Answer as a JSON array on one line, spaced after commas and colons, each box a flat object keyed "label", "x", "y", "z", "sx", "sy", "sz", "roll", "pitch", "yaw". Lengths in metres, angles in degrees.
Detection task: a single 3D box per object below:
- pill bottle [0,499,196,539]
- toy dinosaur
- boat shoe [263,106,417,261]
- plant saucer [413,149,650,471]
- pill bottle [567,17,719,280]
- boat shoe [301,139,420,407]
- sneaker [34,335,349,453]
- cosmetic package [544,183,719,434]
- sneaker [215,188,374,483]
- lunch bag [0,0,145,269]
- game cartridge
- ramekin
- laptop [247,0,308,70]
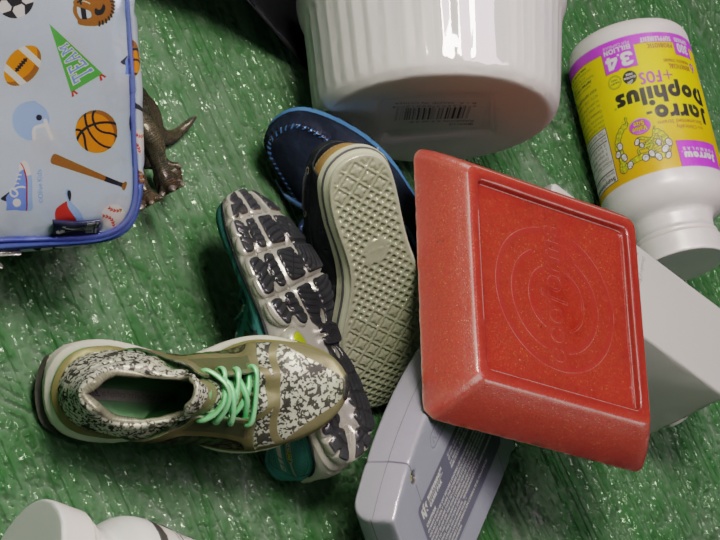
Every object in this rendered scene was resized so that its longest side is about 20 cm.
[{"label": "pill bottle", "x": -0.117, "y": 0.213, "z": 1.354, "sx": 0.199, "sy": 0.116, "sz": 0.117, "roll": 26, "pitch": 51, "yaw": -29}, {"label": "toy dinosaur", "x": -0.162, "y": -0.089, "z": 1.514, "sx": 0.200, "sy": 0.077, "sz": 0.103, "roll": -35, "pitch": 99, "yaw": -45}, {"label": "boat shoe", "x": 0.009, "y": -0.033, "z": 1.634, "sx": 0.200, "sy": 0.084, "sz": 0.069, "roll": 41, "pitch": 34, "yaw": -14}, {"label": "plant saucer", "x": 0.127, "y": 0.023, "z": 1.595, "sx": 0.199, "sy": 0.037, "sz": 0.201, "roll": 16, "pitch": 60, "yaw": -33}, {"label": "pill bottle", "x": 0.238, "y": -0.095, "z": 1.868, "sx": 0.104, "sy": 0.104, "sz": 0.202, "roll": 6, "pitch": 63, "yaw": -40}, {"label": "boat shoe", "x": 0.000, "y": 0.000, "z": 1.580, "sx": 0.074, "sy": 0.062, "sz": 0.201, "roll": -20, "pitch": 119, "yaw": -18}, {"label": "sneaker", "x": -0.098, "y": 0.081, "z": 1.425, "sx": 0.198, "sy": 0.089, "sz": 0.078, "roll": -2, "pitch": 93, "yaw": -18}, {"label": "cosmetic package", "x": 0.174, "y": 0.037, "z": 1.730, "sx": 0.199, "sy": 0.113, "sz": 0.082, "roll": 35, "pitch": 48, "yaw": -25}, {"label": "sneaker", "x": -0.061, "y": 0.044, "z": 1.527, "sx": 0.077, "sy": 0.079, "sz": 0.202, "roll": -3, "pitch": 73, "yaw": -55}, {"label": "lunch bag", "x": -0.214, "y": -0.103, "z": 1.404, "sx": 0.159, "sy": 0.076, "sz": 0.202, "roll": -2, "pitch": 93, "yaw": -13}, {"label": "game cartridge", "x": 0.052, "y": 0.132, "z": 1.571, "sx": 0.201, "sy": 0.041, "sz": 0.134, "roll": -62, "pitch": 140, "yaw": -44}, {"label": "ramekin", "x": 0.054, "y": -0.154, "z": 1.668, "sx": 0.199, "sy": 0.200, "sz": 0.099, "roll": 12, "pitch": 66, "yaw": -38}, {"label": "laptop", "x": -0.127, "y": -0.262, "z": 1.695, "sx": 0.198, "sy": 0.116, "sz": 0.189, "roll": 3, "pitch": 60, "yaw": -10}]
